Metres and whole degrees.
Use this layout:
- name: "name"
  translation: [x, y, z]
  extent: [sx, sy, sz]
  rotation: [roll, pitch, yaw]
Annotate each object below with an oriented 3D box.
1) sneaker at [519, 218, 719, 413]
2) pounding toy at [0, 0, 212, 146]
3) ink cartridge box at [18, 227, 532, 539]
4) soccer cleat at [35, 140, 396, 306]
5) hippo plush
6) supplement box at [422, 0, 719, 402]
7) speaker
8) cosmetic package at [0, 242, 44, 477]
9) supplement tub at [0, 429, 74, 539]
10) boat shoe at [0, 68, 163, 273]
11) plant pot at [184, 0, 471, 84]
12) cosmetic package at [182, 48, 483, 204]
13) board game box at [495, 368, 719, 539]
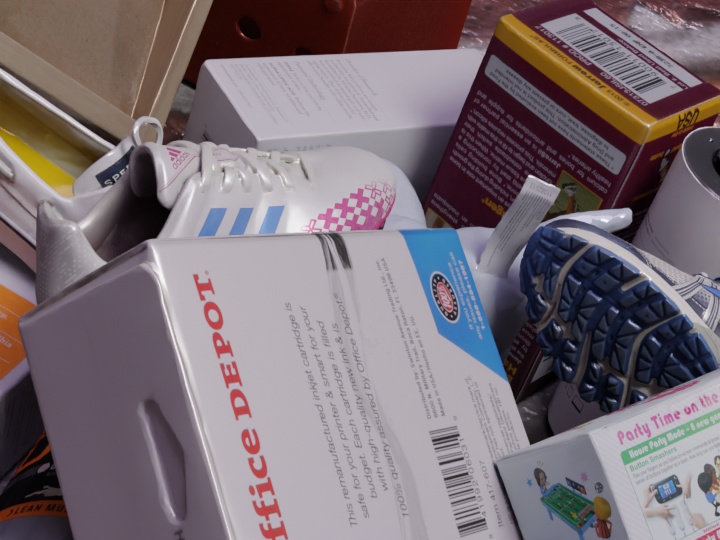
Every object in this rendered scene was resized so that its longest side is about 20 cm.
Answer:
- name: "sneaker"
  translation: [0.166, 0.038, 0.808]
  extent: [0.199, 0.077, 0.085]
  rotation: [37, 36, 1]
- name: "pounding toy"
  translation: [-0.204, -0.159, 0.938]
  extent: [0.141, 0.201, 0.184]
  rotation: [12, -14, 38]
- name: "ink cartridge box"
  translation: [-0.023, 0.066, 0.655]
  extent: [0.199, 0.084, 0.147]
  rotation: [-3, 72, -52]
- name: "soccer cleat"
  translation: [-0.060, -0.028, 0.747]
  extent: [0.199, 0.087, 0.070]
  rotation: [-30, 37, -34]
- name: "hippo plush"
  translation: [0.000, 0.000, 0.870]
  extent: [0.159, 0.201, 0.161]
  rotation: [13, 23, -47]
- name: "supplement box"
  translation: [0.108, -0.041, 0.946]
  extent: [0.110, 0.201, 0.085]
  rotation: [41, 39, 25]
- name: "speaker"
  translation: [0.173, 0.022, 0.898]
  extent: [0.081, 0.201, 0.082]
  rotation: [13, 38, -10]
- name: "cosmetic package"
  translation: [-0.174, 0.014, 0.851]
  extent: [0.101, 0.072, 0.200]
  rotation: [28, 37, 10]
- name: "supplement tub"
  translation: [-0.098, 0.118, 0.715]
  extent: [0.122, 0.123, 0.200]
  rotation: [23, 36, 2]
- name: "boat shoe"
  translation: [-0.120, -0.036, 0.802]
  extent: [0.201, 0.086, 0.075]
  rotation: [38, 39, 1]
- name: "plant pot"
  translation: [-0.036, -0.209, 1.109]
  extent: [0.199, 0.201, 0.177]
  rotation: [28, 49, 9]
- name: "cosmetic package"
  translation: [-0.006, -0.066, 1.000]
  extent: [0.199, 0.113, 0.081]
  rotation: [-7, 45, -34]
- name: "board game box"
  translation: [0.159, 0.147, 0.687]
  extent: [0.147, 0.064, 0.201]
  rotation: [-15, 83, -38]
